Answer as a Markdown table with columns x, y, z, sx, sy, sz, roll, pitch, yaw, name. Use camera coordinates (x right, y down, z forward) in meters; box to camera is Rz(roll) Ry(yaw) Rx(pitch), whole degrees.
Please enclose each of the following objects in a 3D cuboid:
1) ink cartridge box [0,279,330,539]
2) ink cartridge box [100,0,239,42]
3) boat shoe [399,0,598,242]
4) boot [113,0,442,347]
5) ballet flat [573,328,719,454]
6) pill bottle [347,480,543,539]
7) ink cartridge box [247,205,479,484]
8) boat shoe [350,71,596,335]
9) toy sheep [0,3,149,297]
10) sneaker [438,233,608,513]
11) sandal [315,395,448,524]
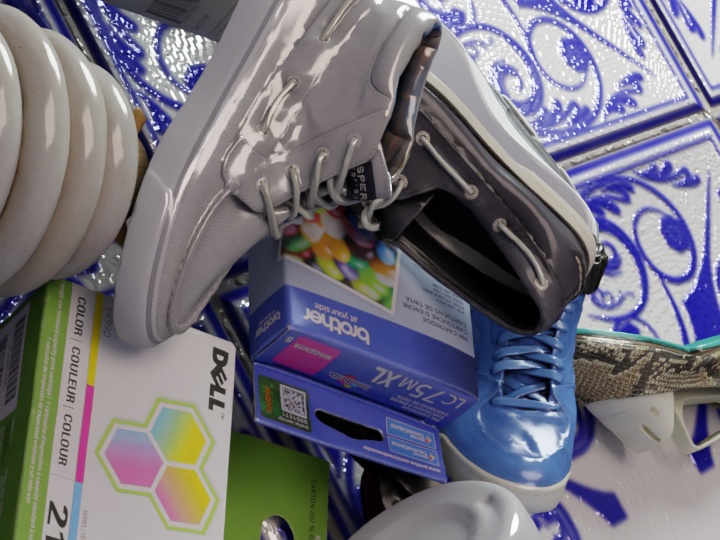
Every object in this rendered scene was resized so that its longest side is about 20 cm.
| x | y | z | sx | sy | sz | roll | pitch | yaw | name |
| --- | --- | --- | --- | --- | --- | --- | --- | --- | --- |
| -0.080 | 0.110 | 0.905 | 0.199 | 0.076 | 0.149 | 22 | 52 | -28 | ink cartridge box |
| -0.111 | -0.194 | 0.979 | 0.198 | 0.145 | 0.088 | 16 | 75 | -16 | ink cartridge box |
| 0.068 | -0.076 | 1.161 | 0.200 | 0.072 | 0.068 | 46 | 8 | 11 | boat shoe |
| -0.032 | -0.047 | 0.881 | 0.095 | 0.074 | 0.201 | 19 | 72 | 14 | boot |
| 0.186 | 0.072 | 1.174 | 0.199 | 0.068 | 0.076 | 2 | 79 | -42 | ballet flat |
| 0.068 | 0.209 | 0.924 | 0.201 | 0.112 | 0.112 | 61 | 40 | -20 | pill bottle |
| 0.000 | 0.000 | 0.987 | 0.119 | 0.042 | 0.201 | 22 | 49 | -30 | ink cartridge box |
| 0.027 | -0.043 | 0.957 | 0.199 | 0.073 | 0.063 | 37 | 47 | -7 | boat shoe |
| -0.171 | -0.052 | 0.834 | 0.199 | 0.138 | 0.139 | 4 | 61 | -44 | toy sheep |
| 0.084 | 0.031 | 1.025 | 0.076 | 0.112 | 0.200 | 14 | 28 | -3 | sneaker |
| 0.022 | 0.127 | 1.000 | 0.048 | 0.075 | 0.201 | -39 | 87 | -18 | sandal |
